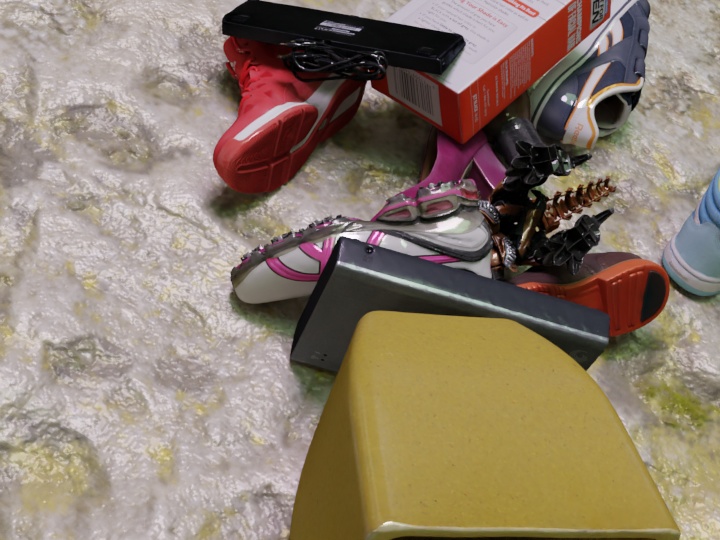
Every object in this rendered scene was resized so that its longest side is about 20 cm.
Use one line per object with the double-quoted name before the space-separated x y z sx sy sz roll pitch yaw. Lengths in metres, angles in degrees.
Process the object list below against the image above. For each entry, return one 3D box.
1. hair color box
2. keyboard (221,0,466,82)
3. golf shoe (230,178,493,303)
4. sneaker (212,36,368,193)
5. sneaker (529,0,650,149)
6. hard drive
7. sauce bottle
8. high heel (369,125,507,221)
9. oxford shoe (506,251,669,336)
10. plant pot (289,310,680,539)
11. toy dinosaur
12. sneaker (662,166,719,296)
"hair color box" 0.112 -0.207 1.213 0.111 0.064 0.200 35 64 30
"keyboard" -0.022 -0.177 1.152 0.198 0.040 0.104 13 29 19
"golf shoe" 0.000 0.000 1.044 0.073 0.198 0.093 -20 94 -77
"sneaker" -0.088 -0.138 1.174 0.115 0.079 0.200 30 35 17
"sneaker" 0.231 -0.181 1.322 0.079 0.079 0.200 33 58 14
"hard drive" 0.061 0.047 1.017 0.198 0.140 0.033 16 56 -9
"sauce bottle" 0.111 -0.161 1.266 0.064 0.065 0.201 -12 58 -29
"high heel" 0.044 -0.075 1.161 0.199 0.068 0.096 -30 72 -41
"oxford shoe" 0.145 0.029 1.133 0.198 0.072 0.072 -11 24 -22
"plant pot" 0.054 0.138 0.913 0.193 0.195 0.201 3 45 -19
"toy dinosaur" 0.122 -0.042 1.123 0.102 0.136 0.200 47 60 -7
"sneaker" 0.358 -0.062 1.235 0.199 0.131 0.080 -30 65 -38
